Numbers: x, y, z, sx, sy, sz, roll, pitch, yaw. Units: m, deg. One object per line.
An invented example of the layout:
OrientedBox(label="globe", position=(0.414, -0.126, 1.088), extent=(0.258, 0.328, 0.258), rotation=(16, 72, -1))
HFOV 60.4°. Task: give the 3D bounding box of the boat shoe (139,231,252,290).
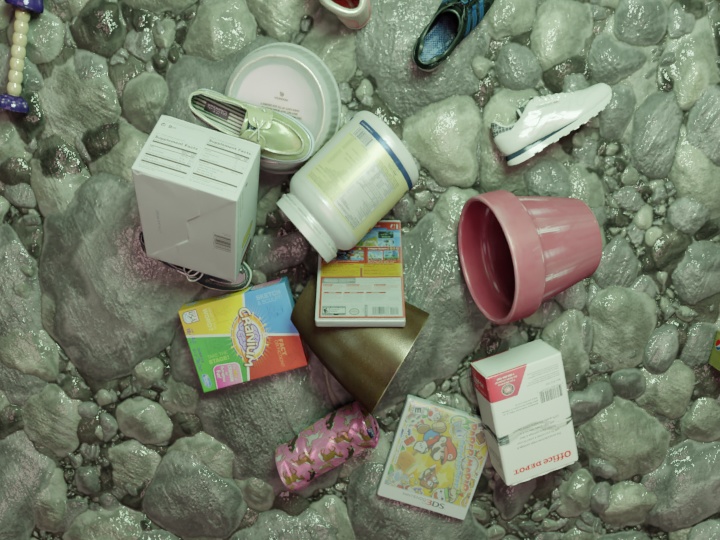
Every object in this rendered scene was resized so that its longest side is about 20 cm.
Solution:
OrientedBox(label="boat shoe", position=(-0.276, -0.021, 1.042), extent=(0.196, 0.062, 0.077), rotation=(28, 84, -6))

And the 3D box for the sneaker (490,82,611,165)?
OrientedBox(label="sneaker", position=(0.305, -0.250, 0.989), extent=(0.196, 0.076, 0.082), rotation=(-31, 92, 6))

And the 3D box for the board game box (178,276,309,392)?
OrientedBox(label="board game box", position=(-0.202, 0.113, 1.087), extent=(0.193, 0.040, 0.158), rotation=(-15, 103, 4))

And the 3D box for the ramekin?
OrientedBox(label="ramekin", position=(-0.127, -0.253, 0.974), extent=(0.194, 0.094, 0.210), rotation=(0, 103, 0))

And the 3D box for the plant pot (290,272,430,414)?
OrientedBox(label="plant pot", position=(-0.013, 0.098, 1.029), extent=(0.197, 0.187, 0.190), rotation=(33, 102, 8))

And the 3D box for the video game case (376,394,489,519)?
OrientedBox(label="video game case", position=(0.141, 0.349, 1.151), extent=(0.176, 0.023, 0.206), rotation=(16, 102, -4))

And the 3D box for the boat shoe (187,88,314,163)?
OrientedBox(label="boat shoe", position=(-0.161, -0.207, 0.905), extent=(0.194, 0.062, 0.074), rotation=(19, 103, -5))

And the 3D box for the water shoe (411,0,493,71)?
OrientedBox(label="water shoe", position=(0.155, -0.394, 0.948), extent=(0.070, 0.079, 0.203), rotation=(33, 101, -8))

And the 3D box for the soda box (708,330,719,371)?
OrientedBox(label="soda box", position=(0.725, 0.158, 1.081), extent=(0.192, 0.068, 0.066), rotation=(7, 103, -2))

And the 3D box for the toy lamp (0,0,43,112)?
OrientedBox(label="toy lamp", position=(-0.534, -0.357, 0.972), extent=(0.056, 0.058, 0.207), rotation=(13, 105, -3))

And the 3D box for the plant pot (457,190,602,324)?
OrientedBox(label="plant pot", position=(0.273, -0.034, 0.985), extent=(0.173, 0.200, 0.207), rotation=(-12, 104, -13))

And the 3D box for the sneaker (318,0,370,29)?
OrientedBox(label="sneaker", position=(-0.057, -0.454, 0.924), extent=(0.075, 0.105, 0.201), rotation=(-41, 99, 11))

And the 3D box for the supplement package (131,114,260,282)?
OrientedBox(label="supplement package", position=(-0.240, -0.102, 0.934), extent=(0.151, 0.114, 0.202), rotation=(16, 145, -2))

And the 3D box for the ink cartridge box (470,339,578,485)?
OrientedBox(label="ink cartridge box", position=(0.287, 0.247, 1.084), extent=(0.140, 0.084, 0.207), rotation=(-16, 103, -8))

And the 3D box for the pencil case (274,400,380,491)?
OrientedBox(label="pencil case", position=(-0.061, 0.316, 1.115), extent=(0.196, 0.088, 0.083), rotation=(-30, 133, 7))

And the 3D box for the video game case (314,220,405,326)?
OrientedBox(label="video game case", position=(0.000, 0.000, 0.996), extent=(0.137, 0.205, 0.018), rotation=(0, 143, 0))

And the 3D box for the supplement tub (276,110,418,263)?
OrientedBox(label="supplement tub", position=(-0.021, -0.127, 0.962), extent=(0.200, 0.145, 0.146), rotation=(-44, 100, -2))
